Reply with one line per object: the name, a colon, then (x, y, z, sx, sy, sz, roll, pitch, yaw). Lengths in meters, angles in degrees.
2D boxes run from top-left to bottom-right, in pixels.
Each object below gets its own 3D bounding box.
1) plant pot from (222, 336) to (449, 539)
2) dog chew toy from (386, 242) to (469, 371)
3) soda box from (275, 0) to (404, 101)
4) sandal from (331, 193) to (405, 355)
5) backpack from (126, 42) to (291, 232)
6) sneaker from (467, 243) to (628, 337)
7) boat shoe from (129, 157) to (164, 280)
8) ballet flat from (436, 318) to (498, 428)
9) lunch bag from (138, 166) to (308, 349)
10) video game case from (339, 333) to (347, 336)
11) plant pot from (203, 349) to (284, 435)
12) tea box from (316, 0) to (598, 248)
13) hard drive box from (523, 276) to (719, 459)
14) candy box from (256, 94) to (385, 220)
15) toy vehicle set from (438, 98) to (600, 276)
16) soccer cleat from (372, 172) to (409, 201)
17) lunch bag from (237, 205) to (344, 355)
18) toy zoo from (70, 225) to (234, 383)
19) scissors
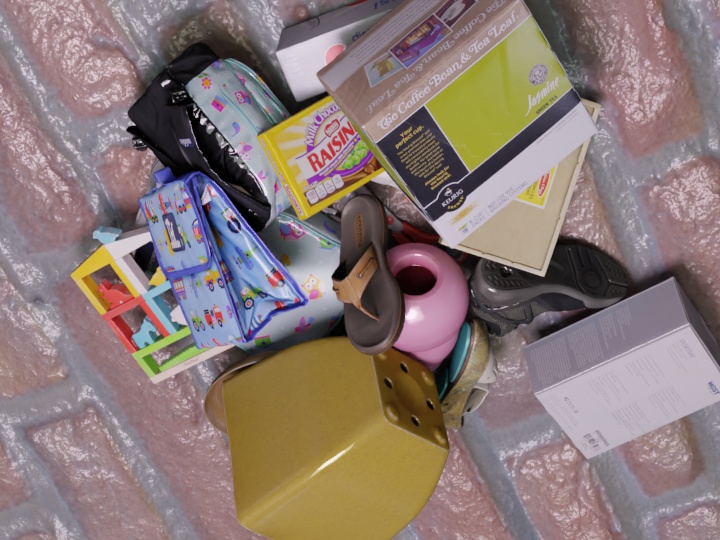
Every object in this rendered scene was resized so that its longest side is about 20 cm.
plant pot: (-0.013, 0.185, 1.673, 0.199, 0.197, 0.194, -37, 135, 26)
dog chew toy: (0.063, 0.057, 1.721, 0.123, 0.126, 0.201, 2, 148, 4)
soda box: (0.011, -0.253, 1.598, 0.198, 0.068, 0.064, -18, 117, 14)
sandal: (0.000, 0.000, 1.624, 0.081, 0.202, 0.054, -26, 147, 37)
backpack: (-0.145, -0.142, 1.621, 0.200, 0.127, 0.167, 47, 156, -6)
sneaker: (0.209, 0.024, 1.735, 0.197, 0.077, 0.114, -3, 157, -21)
boat shoe: (-0.226, -0.053, 1.728, 0.073, 0.066, 0.202, 14, 119, -3)
ballet flat: (0.129, 0.127, 1.778, 0.070, 0.071, 0.201, 17, 139, -5)
lunch bag: (-0.165, -0.025, 1.620, 0.094, 0.150, 0.201, -32, 99, -25)
video game case: (-0.031, 0.172, 1.858, 0.198, 0.024, 0.183, -17, 116, 14)
plant pot: (-0.090, 0.149, 1.784, 0.198, 0.028, 0.201, -4, 145, -3)
tea box: (0.099, -0.172, 1.514, 0.199, 0.134, 0.197, -38, 130, 0)
hard drive box: (0.316, 0.118, 1.745, 0.199, 0.077, 0.156, -26, 133, 18)
candy box: (-0.007, -0.146, 1.601, 0.199, 0.026, 0.103, -33, 97, -24)
toy vehicle set: (0.175, -0.107, 1.643, 0.123, 0.027, 0.202, 18, 95, -5)
soccer cleat: (0.046, -0.124, 1.671, 0.198, 0.078, 0.069, 16, 157, -19)
lunch bag: (-0.089, 0.007, 1.744, 0.160, 0.077, 0.201, 31, 117, -10)
toy zoo: (-0.248, 0.029, 1.730, 0.130, 0.021, 0.201, -26, 110, 27)
scissors: (0.038, -0.047, 1.739, 0.199, 0.014, 0.073, 31, 118, -13)
